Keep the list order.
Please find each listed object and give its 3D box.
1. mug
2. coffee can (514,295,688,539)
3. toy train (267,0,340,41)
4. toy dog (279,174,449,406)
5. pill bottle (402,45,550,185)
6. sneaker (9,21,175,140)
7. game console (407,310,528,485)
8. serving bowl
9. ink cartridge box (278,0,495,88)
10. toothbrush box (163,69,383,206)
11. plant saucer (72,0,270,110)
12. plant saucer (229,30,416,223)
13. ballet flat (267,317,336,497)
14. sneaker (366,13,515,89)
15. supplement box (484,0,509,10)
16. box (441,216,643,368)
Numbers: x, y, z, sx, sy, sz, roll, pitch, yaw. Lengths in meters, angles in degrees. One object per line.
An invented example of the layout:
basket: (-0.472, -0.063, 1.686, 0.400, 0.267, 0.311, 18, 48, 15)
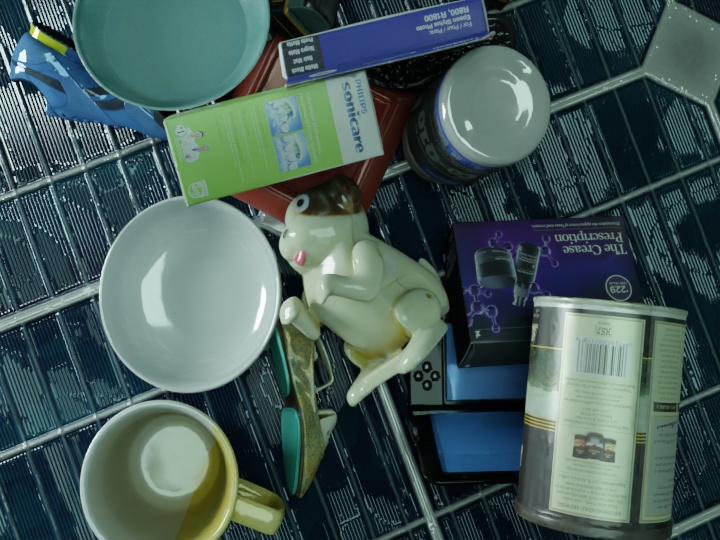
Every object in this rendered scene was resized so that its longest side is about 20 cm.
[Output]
mug: (-0.183, 0.218, 0.895, 0.148, 0.153, 0.188, -36, 91, -7)
coffee can: (0.225, 0.133, 0.829, 0.143, 0.146, 0.205, 6, 87, -5)
toy train: (-0.065, -0.343, 0.958, 0.112, 0.085, 0.205, 7, 76, 27)
toy dog: (0.000, 0.000, 0.913, 0.201, 0.139, 0.194, 49, 56, -4)
pill bottle: (0.110, -0.151, 0.923, 0.111, 0.200, 0.117, 0, 87, -10)
sneaker: (-0.287, -0.185, 0.961, 0.198, 0.066, 0.079, 31, 100, -4)
game console: (0.155, 0.130, 0.955, 0.195, 0.116, 0.181, 0, 87, -6)
serving bowl: (-0.174, 0.026, 0.944, 0.195, 0.066, 0.206, -1, 86, 7)
ink cartridge box: (0.020, -0.222, 0.849, 0.195, 0.200, 0.042, -13, 105, 2)
toothbrush box: (-0.090, -0.137, 0.889, 0.196, 0.146, 0.088, -17, 104, -7)
plant saucer: (-0.188, -0.246, 0.893, 0.195, 0.036, 0.205, 1, 74, -2)
plant saucer: (-0.058, -0.154, 0.992, 0.196, 0.037, 0.203, 26, 83, -4)
ballet flat: (-0.058, 0.140, 0.961, 0.069, 0.071, 0.205, -8, 87, -6)
sneaker: (0.079, -0.251, 0.996, 0.195, 0.083, 0.073, -5, 115, -3)
supplement box: (0.096, -0.381, 0.984, 0.196, 0.110, 0.087, 21, 85, -4)
box: (0.197, 0.023, 0.964, 0.195, 0.079, 0.144, -3, 67, -7)
